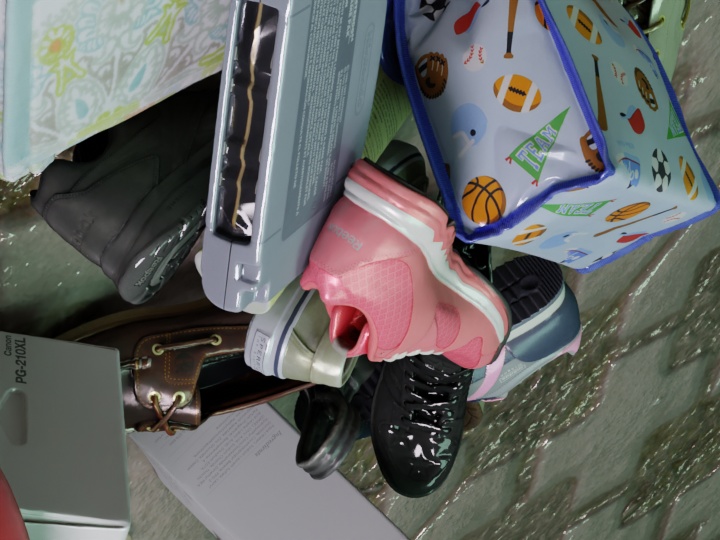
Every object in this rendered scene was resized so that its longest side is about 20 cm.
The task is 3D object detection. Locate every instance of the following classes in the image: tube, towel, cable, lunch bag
[{"bbox_3d":[-0.018,-0.064,1.240,0.200,0.052,0.058,-54,-168,-24],"label":"tube"},{"bbox_3d":[-0.114,-0.148,1.035,0.171,0.048,0.200,-33,151,-33],"label":"towel"},{"bbox_3d":[-0.025,0.065,1.355,0.097,0.050,0.200,-36,-166,29],"label":"cable"},{"bbox_3d":[0.097,-0.111,1.254,0.123,0.201,0.170,-25,164,23],"label":"lunch bag"}]

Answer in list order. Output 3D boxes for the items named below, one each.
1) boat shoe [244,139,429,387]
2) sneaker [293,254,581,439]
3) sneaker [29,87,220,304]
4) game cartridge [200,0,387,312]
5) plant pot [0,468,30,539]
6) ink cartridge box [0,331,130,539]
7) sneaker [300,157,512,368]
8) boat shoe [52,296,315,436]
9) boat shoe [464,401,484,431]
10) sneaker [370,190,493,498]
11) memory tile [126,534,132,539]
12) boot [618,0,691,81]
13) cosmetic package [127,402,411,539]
[{"bbox_3d":[0.000,0.000,1.284,0.200,0.062,0.072,-56,165,-41],"label":"boat shoe"},{"bbox_3d":[0.056,0.071,1.438,0.199,0.070,0.082,-27,135,6],"label":"sneaker"},{"bbox_3d":[-0.098,-0.066,1.142,0.076,0.091,0.200,-58,176,34],"label":"sneaker"},{"bbox_3d":[-0.029,-0.092,1.102,0.133,0.040,0.201,-37,141,-56],"label":"game cartridge"},{"bbox_3d":[-0.276,0.166,1.057,0.182,0.200,0.201,-18,143,-41],"label":"plant pot"},{"bbox_3d":[-0.187,0.155,1.198,0.084,0.145,0.201,8,127,-16],"label":"ink cartridge box"},{"bbox_3d":[0.017,0.016,1.197,0.087,0.074,0.200,-52,149,-9],"label":"sneaker"},{"bbox_3d":[-0.107,0.059,1.278,0.199,0.070,0.071,-20,145,-22],"label":"boat shoe"},{"bbox_3d":[0.040,0.027,1.512,0.203,0.074,0.075,72,22,-50],"label":"boat shoe"},{"bbox_3d":[0.046,0.045,1.336,0.104,0.060,0.201,-131,-129,-86],"label":"sneaker"},{"bbox_3d":[-0.207,0.174,1.383,0.153,0.017,0.200,-34,152,-25],"label":"memory tile"},{"bbox_3d":[0.167,-0.139,1.369,0.200,0.072,0.155,88,14,-60],"label":"boot"},{"bbox_3d":[-0.048,0.153,1.384,0.081,0.200,0.113,-42,154,-9],"label":"cosmetic package"}]
